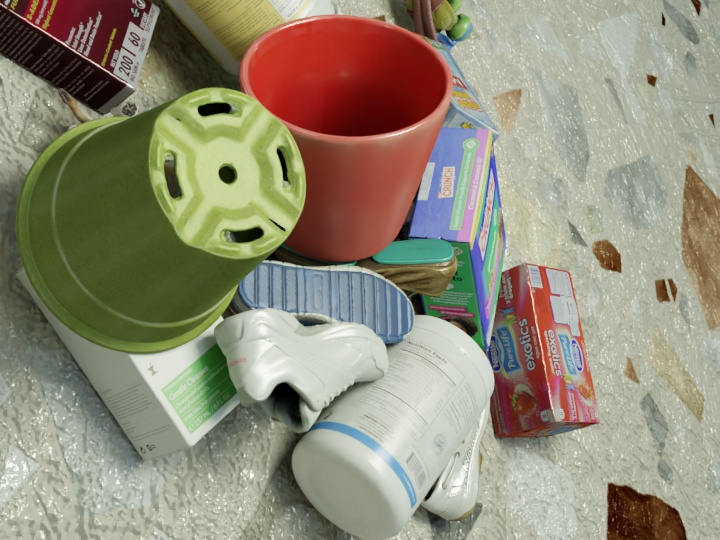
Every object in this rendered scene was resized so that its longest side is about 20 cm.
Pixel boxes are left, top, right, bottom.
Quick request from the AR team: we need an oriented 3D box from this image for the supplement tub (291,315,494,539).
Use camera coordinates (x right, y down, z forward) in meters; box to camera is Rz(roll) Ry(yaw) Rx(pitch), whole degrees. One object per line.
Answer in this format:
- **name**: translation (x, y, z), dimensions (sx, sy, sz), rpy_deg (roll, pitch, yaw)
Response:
- **supplement tub**: translation (0.035, 0.155, 1.030), dimensions (0.132, 0.131, 0.200), rpy_deg (53, 50, -13)

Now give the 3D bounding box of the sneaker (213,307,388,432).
- **sneaker**: translation (-0.048, 0.097, 0.921), dimensions (0.199, 0.078, 0.100), rpy_deg (11, 63, -45)

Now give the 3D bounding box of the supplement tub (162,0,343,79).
- **supplement tub**: translation (-0.119, -0.290, 1.041), dimensions (0.200, 0.144, 0.146), rpy_deg (47, 44, -30)

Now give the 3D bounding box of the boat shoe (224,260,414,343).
- **boat shoe**: translation (-0.042, 0.034, 1.010), dimensions (0.198, 0.072, 0.073), rpy_deg (15, 65, -27)

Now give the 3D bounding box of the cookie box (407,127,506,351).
- **cookie box**: translation (0.116, -0.034, 1.188), dimensions (0.201, 0.074, 0.172), rpy_deg (72, 26, -49)

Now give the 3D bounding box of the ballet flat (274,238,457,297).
- **ballet flat**: translation (0.000, 0.000, 1.062), dimensions (0.198, 0.073, 0.068), rpy_deg (4, 35, -4)

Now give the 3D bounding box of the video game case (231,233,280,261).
- **video game case**: translation (-0.066, -0.018, 1.094), dimensions (0.182, 0.023, 0.202), rpy_deg (-22, 85, -49)

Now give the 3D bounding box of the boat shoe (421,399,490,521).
- **boat shoe**: translation (0.097, 0.171, 1.146), dimensions (0.069, 0.070, 0.202), rpy_deg (27, 55, -37)

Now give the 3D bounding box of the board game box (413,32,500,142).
- **board game box**: translation (0.070, -0.215, 1.246), dimensions (0.199, 0.062, 0.201), rpy_deg (6, 41, -44)

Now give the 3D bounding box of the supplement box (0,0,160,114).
- **supplement box**: translation (-0.292, -0.246, 0.947), dimensions (0.199, 0.061, 0.110), rpy_deg (30, 53, -32)

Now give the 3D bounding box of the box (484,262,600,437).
- **box**: translation (0.217, 0.102, 1.284), dimensions (0.099, 0.095, 0.202), rpy_deg (8, 67, -43)

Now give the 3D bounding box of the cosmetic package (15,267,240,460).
- **cosmetic package**: translation (-0.191, 0.051, 0.897), dimensions (0.108, 0.084, 0.201), rpy_deg (-42, 104, -44)

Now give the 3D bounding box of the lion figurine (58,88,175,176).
- **lion figurine**: translation (-0.184, -0.111, 0.969), dimensions (0.199, 0.122, 0.073), rpy_deg (32, 91, -3)

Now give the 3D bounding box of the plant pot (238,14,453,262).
- **plant pot**: translation (-0.018, -0.119, 0.998), dimensions (0.198, 0.178, 0.202), rpy_deg (3, 45, -3)

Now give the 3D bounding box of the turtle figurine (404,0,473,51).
- **turtle figurine**: translation (0.096, -0.412, 1.367), dimensions (0.193, 0.201, 0.144), rpy_deg (30, 18, -28)

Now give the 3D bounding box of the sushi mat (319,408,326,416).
- **sushi mat**: translation (-0.014, 0.124, 1.098), dimensions (0.199, 0.012, 0.097), rpy_deg (17, 61, -40)

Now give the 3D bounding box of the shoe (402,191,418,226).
- **shoe**: translation (0.031, -0.099, 1.199), dimensions (0.091, 0.071, 0.200), rpy_deg (56, 31, -7)

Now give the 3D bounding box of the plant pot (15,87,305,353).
- **plant pot**: translation (-0.137, -0.048, 0.781), dimensions (0.198, 0.189, 0.202), rpy_deg (8, 75, -32)
